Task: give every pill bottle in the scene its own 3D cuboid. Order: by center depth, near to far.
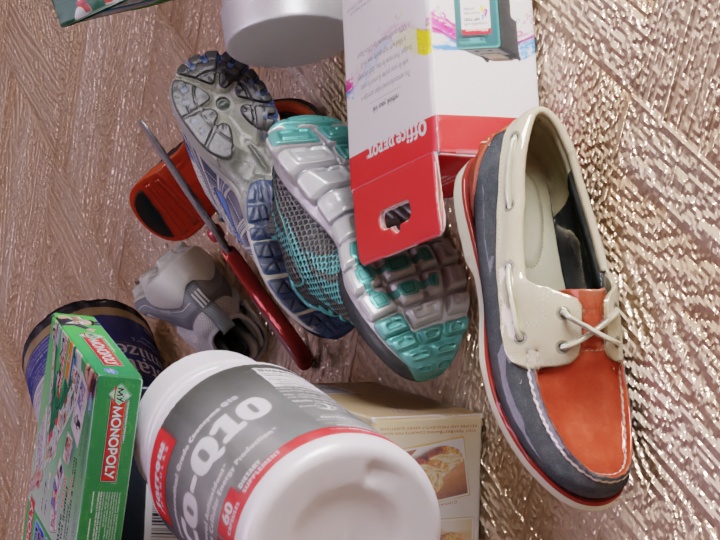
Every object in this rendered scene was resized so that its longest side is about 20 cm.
[{"bbox_3d":[-0.048,0.115,1.155,0.200,0.113,0.115,-152,64,-61],"label":"pill bottle"},{"bbox_3d":[-0.055,-0.237,1.359,0.111,0.110,0.201,140,127,-61],"label":"pill bottle"},{"bbox_3d":[-0.198,0.126,1.701,0.200,0.111,0.112,-115,34,-45],"label":"pill bottle"}]

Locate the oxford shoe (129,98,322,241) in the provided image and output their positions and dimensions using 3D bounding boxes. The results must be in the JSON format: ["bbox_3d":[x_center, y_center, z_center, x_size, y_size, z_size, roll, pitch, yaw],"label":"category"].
[{"bbox_3d":[-0.085,-0.086,1.487,0.199,0.073,0.071,-21,114,47],"label":"oxford shoe"}]

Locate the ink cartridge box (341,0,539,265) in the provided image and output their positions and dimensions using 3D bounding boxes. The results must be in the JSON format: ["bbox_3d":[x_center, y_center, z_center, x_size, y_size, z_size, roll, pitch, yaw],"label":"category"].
[{"bbox_3d":[0.043,-0.109,1.181,0.116,0.067,0.202,159,109,-65],"label":"ink cartridge box"}]

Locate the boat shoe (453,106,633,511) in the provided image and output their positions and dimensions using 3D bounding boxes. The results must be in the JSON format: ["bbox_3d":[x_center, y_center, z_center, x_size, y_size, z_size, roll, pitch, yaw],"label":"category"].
[{"bbox_3d":[0.097,0.017,1.054,0.063,0.071,0.201,-43,53,48],"label":"boat shoe"}]

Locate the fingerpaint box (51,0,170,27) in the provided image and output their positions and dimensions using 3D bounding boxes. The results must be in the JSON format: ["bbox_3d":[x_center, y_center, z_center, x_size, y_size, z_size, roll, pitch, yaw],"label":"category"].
[{"bbox_3d":[-0.144,-0.262,1.408,0.073,0.200,0.168,-18,94,30],"label":"fingerpaint box"}]

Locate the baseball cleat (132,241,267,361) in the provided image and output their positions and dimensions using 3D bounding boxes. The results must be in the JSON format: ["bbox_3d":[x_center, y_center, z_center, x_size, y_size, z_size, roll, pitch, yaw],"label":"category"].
[{"bbox_3d":[-0.118,0.033,1.565,0.107,0.070,0.200,51,178,0],"label":"baseball cleat"}]

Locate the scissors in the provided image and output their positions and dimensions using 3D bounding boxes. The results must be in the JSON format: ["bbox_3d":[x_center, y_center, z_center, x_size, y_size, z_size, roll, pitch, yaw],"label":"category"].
[{"bbox_3d":[-0.091,-0.015,1.418,0.200,0.014,0.073,54,177,-5],"label":"scissors"}]

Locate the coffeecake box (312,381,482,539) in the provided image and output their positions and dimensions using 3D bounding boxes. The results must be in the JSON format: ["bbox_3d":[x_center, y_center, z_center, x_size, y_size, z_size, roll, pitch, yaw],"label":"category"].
[{"bbox_3d":[0.006,0.175,1.263,0.153,0.073,0.202,-171,81,-66],"label":"coffeecake box"}]

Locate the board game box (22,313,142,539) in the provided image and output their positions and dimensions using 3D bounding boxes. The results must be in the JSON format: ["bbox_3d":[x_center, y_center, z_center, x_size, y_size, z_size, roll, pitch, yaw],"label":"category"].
[{"bbox_3d":[-0.170,0.140,1.273,0.135,0.029,0.201,-142,59,-67],"label":"board game box"}]

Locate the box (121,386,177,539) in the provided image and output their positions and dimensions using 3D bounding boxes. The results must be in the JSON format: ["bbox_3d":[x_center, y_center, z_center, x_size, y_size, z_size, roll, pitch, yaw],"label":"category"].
[{"bbox_3d":[-0.105,0.158,1.379,0.200,0.106,0.150,73,-162,-80],"label":"box"}]

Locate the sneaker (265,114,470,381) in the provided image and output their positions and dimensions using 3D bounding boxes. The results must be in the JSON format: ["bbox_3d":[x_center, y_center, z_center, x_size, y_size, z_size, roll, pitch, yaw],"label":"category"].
[{"bbox_3d":[0.000,0.000,1.266,0.200,0.077,0.092,61,148,38],"label":"sneaker"}]

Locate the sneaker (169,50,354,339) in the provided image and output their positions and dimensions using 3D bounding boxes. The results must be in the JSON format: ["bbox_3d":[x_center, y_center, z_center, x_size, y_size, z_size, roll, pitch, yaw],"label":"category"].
[{"bbox_3d":[-0.056,-0.044,1.383,0.201,0.077,0.085,62,165,8],"label":"sneaker"}]
